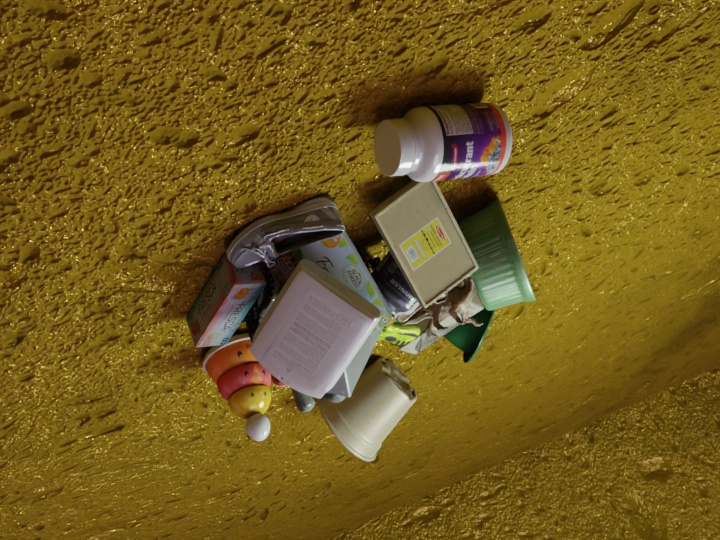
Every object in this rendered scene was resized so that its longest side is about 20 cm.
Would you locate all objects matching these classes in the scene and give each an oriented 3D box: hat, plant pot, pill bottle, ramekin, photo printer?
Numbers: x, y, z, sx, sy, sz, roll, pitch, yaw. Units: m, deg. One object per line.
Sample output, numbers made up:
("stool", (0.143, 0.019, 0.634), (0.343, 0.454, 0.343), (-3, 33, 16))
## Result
("hat", (0.194, 0.105, 2.031), (0.173, 0.203, 0.166), (24, 170, -2))
("plant pot", (0.030, 0.317, 2.137), (0.183, 0.202, 0.200), (-43, 150, 12))
("pill bottle", (0.124, -0.194, 1.363), (0.197, 0.113, 0.112), (-9, 150, -28))
("ramekin", (0.252, -0.024, 1.689), (0.096, 0.203, 0.200), (-21, 154, 10))
("photo printer", (-0.083, 0.107, 1.500), (0.202, 0.165, 0.070), (-56, -177, 19))
("pill bottle", (0.086, 0.005, 1.620), (0.201, 0.106, 0.106), (-51, 151, -1))

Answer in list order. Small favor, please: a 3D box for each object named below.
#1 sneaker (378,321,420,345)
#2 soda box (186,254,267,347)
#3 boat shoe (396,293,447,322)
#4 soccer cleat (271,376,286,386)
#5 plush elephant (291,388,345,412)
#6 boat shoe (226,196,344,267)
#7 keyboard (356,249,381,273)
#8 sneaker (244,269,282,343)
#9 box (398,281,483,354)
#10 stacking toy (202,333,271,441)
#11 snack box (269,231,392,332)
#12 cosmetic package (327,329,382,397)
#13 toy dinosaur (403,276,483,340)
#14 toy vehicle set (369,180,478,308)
("sneaker", (0.042, 0.098, 1.850), (0.074, 0.084, 0.199), (-41, 141, 22))
("soda box", (-0.236, 0.054, 1.558), (0.067, 0.064, 0.200), (-3, 146, -36))
("boat shoe", (0.139, 0.032, 1.775), (0.201, 0.072, 0.075), (-50, 146, 14))
("soccer cleat", (-0.101, 0.202, 1.940), (0.197, 0.070, 0.085), (-23, 162, 3))
("plush elephant", (-0.080, 0.164, 1.802), (0.154, 0.202, 0.164), (-32, 177, -38))
("boat shoe", (-0.124, -0.052, 1.460), (0.199, 0.066, 0.075), (-23, 153, -4))
("keyboard", (0.000, 0.000, 1.709), (0.102, 0.040, 0.201), (-3, 156, 11))
("sneaker", (-0.156, 0.073, 1.644), (0.088, 0.080, 0.201), (-4, 147, -30))
("box", (0.167, 0.102, 1.975), (0.199, 0.069, 0.082), (-36, 151, 22))
("stacking toy", (-0.217, 0.238, 1.750), (0.144, 0.203, 0.147), (-19, 154, -10))
("snack box", (-0.051, 0.030, 1.541), (0.141, 0.202, 0.053), (-29, -165, 8))
("cosmetic package", (-0.034, 0.128, 1.668), (0.105, 0.201, 0.091), (9, 132, 18))
("toy dinosaur", (0.177, 0.059, 1.861), (0.196, 0.138, 0.086), (-17, 163, 4))
("toy vehicle set", (0.112, -0.051, 1.540), (0.123, 0.026, 0.202), (-34, 114, -9))
